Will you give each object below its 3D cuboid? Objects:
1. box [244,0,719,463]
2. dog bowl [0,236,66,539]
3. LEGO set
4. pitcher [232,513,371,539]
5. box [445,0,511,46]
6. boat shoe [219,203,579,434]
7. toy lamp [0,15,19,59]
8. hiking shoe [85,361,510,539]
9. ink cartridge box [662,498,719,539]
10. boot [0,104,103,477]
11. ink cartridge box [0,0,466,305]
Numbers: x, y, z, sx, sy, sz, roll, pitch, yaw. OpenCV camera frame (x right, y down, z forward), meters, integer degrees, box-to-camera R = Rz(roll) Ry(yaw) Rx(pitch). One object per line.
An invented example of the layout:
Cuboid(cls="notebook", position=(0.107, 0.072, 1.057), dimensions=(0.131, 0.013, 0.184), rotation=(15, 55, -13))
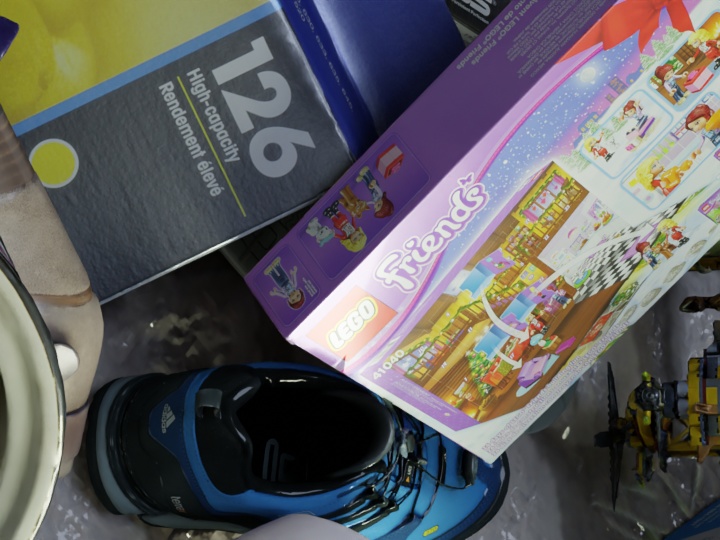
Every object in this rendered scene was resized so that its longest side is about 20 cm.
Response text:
Cuboid(cls="box", position=(0.072, -0.030, 0.956), dimensions=(0.137, 0.200, 0.039), rotation=(34, 15, -47))
Cuboid(cls="dog bowl", position=(-0.190, 0.030, 0.789), dimensions=(0.200, 0.200, 0.074), rotation=(42, 18, -28))
Cuboid(cls="LEGO set", position=(0.123, 0.002, 1.110), dimensions=(0.154, 0.116, 0.200), rotation=(25, 63, -78))
Cuboid(cls="pitcher", position=(-0.065, 0.172, 0.918), dimensions=(0.172, 0.121, 0.200), rotation=(43, 66, -18))
Cuboid(cls="box", position=(-0.010, -0.198, 1.093), dimensions=(0.200, 0.048, 0.159), rotation=(29, 62, -35))
Cuboid(cls="boat shoe", position=(0.001, -0.001, 1.057), dimensions=(0.202, 0.065, 0.074), rotation=(33, 79, -26))
Cuboid(cls="toy lamp", position=(-0.207, -0.120, 0.863), dimensions=(0.200, 0.058, 0.058), rotation=(34, 57, -12))
Cuboid(cls="hiking shoe", position=(-0.006, 0.077, 1.006), dimensions=(0.200, 0.087, 0.074), rotation=(7, 76, -41))
Cuboid(cls="ink cartridge box", position=(0.211, 0.147, 1.112), dimensions=(0.146, 0.200, 0.086), rotation=(-28, 99, -43))
Cuboid(cls="boot", position=(-0.185, 0.022, 0.860), dimensions=(0.200, 0.070, 0.146), rotation=(-7, 115, -7))
Cuboid(cls="ink cartridge box", position=(-0.081, -0.102, 0.929), dimensions=(0.200, 0.047, 0.198), rotation=(-26, 102, 0))
